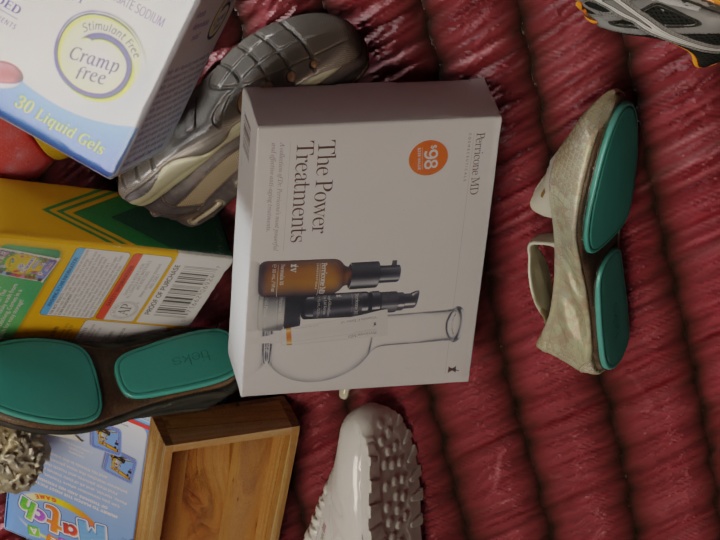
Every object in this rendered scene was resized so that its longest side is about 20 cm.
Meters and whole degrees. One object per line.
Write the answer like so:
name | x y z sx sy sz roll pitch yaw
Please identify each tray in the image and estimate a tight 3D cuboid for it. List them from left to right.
tray | -0.107 0.178 1.692 0.098 0.037 0.201 -7 130 -23

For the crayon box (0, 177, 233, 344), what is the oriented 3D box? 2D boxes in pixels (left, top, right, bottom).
crayon box | -0.199 0.003 1.570 0.199 0.052 0.126 5 139 -31

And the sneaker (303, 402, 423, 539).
sneaker | -0.004 0.175 1.654 0.080 0.076 0.201 15 126 28

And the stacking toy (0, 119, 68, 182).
stacking toy | -0.211 -0.109 1.541 0.199 0.146 0.147 -13 116 16

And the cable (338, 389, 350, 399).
cable | 0.000 0.000 1.544 0.097 0.050 0.201 24 129 3

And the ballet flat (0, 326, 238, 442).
ballet flat | -0.172 0.080 1.588 0.199 0.068 0.068 -3 155 -22

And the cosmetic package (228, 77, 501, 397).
cosmetic package | 0.000 -0.019 1.483 0.150 0.052 0.201 -5 126 -13

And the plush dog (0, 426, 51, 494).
plush dog | -0.318 0.078 1.636 0.201 0.160 0.172 55 163 12

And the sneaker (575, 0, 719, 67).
sneaker | 0.133 -0.175 1.344 0.199 0.078 0.077 28 139 9

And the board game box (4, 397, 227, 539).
board game box | -0.177 0.133 1.731 0.150 0.037 0.201 21 128 13

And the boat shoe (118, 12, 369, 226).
boat shoe | -0.064 -0.092 1.511 0.199 0.075 0.073 -29 132 33

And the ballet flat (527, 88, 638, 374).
ballet flat | 0.128 -0.022 1.457 0.062 0.067 0.201 18 128 27

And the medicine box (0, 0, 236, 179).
medicine box | -0.166 -0.189 1.424 0.181 0.103 0.201 29 108 5
